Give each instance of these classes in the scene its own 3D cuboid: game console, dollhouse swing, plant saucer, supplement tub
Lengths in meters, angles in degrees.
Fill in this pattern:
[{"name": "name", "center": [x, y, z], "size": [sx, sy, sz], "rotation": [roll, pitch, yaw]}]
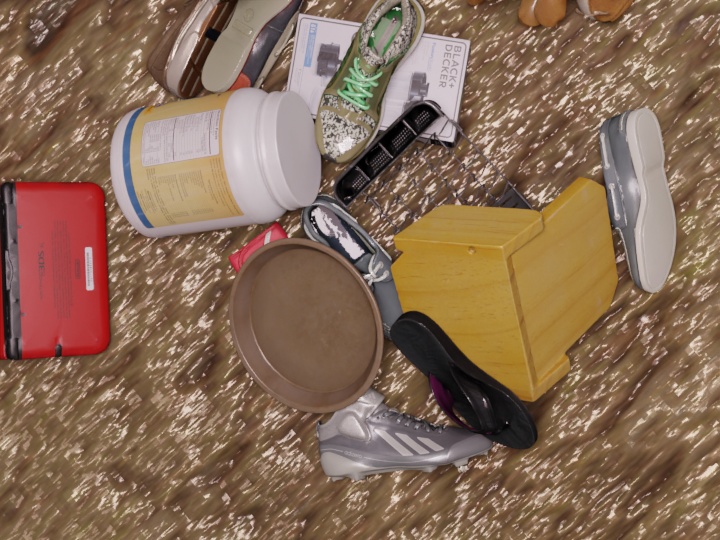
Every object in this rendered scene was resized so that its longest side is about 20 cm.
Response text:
[{"name": "game console", "center": [-0.395, 0.001, 1.279], "size": [0.170, 0.118, 0.204], "rotation": [-2, 90, -26]}, {"name": "dollhouse swing", "center": [0.161, 0.003, 1.172], "size": [0.179, 0.176, 0.202], "rotation": [6, 130, 32]}, {"name": "plant saucer", "center": [-0.059, 0.060, 1.205], "size": [0.197, 0.029, 0.203], "rotation": [8, 108, 26]}, {"name": "supplement tub", "center": [-0.156, -0.118, 1.174], "size": [0.197, 0.144, 0.147], "rotation": [-7, 89, 19]}]

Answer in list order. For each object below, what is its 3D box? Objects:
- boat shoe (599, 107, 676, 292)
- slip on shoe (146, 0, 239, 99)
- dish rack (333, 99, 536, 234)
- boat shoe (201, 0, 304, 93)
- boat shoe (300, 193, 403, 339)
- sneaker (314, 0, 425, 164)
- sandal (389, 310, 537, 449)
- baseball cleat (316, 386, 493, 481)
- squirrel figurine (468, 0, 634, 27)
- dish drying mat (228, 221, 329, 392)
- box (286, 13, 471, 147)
[{"name": "boat shoe", "center": [0.305, -0.077, 1.202], "size": [0.061, 0.072, 0.203], "rotation": [-1, 99, 48]}, {"name": "slip on shoe", "center": [-0.175, -0.296, 1.236], "size": [0.060, 0.076, 0.202], "rotation": [33, 97, 21]}, {"name": "dish rack", "center": [0.087, -0.076, 1.181], "size": [0.200, 0.055, 0.153], "rotation": [45, 115, -8]}, {"name": "boat shoe", "center": [-0.105, -0.279, 1.220], "size": [0.071, 0.062, 0.201], "rotation": [38, 100, 34]}, {"name": "boat shoe", "center": [0.000, 0.000, 1.211], "size": [0.072, 0.062, 0.201], "rotation": [-37, 87, 5]}, {"name": "sneaker", "center": [0.003, -0.211, 1.144], "size": [0.076, 0.089, 0.202], "rotation": [24, 93, 5]}, {"name": "sandal", "center": [0.104, 0.130, 1.157], "size": [0.200, 0.075, 0.048], "rotation": [42, 49, -2]}, {"name": "baseball cleat", "center": [0.046, 0.179, 1.211], "size": [0.197, 0.070, 0.108], "rotation": [-10, 89, 5]}, {"name": "squirrel figurine", "center": [0.222, -0.362, 1.164], "size": [0.184, 0.142, 0.203], "rotation": [9, 93, -1]}, {"name": "dish drying mat", "center": [-0.070, 0.047, 1.247], "size": [0.076, 0.018, 0.201], "rotation": [-34, 87, 4]}, {"name": "box", "center": [0.020, -0.215, 1.218], "size": [0.197, 0.060, 0.119], "rotation": [11, 91, 5]}]
